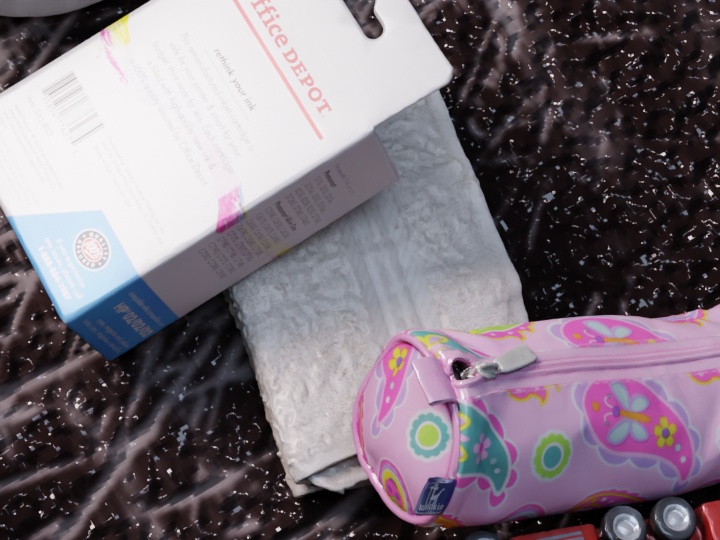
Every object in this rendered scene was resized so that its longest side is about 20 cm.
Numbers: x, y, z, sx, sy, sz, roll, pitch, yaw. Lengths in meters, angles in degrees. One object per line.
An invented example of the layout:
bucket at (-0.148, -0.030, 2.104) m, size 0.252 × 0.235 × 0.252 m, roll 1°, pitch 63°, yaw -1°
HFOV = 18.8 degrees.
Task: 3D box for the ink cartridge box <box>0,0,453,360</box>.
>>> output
ink cartridge box at (-0.063, -0.064, 0.975) m, size 0.200 × 0.068 × 0.115 m, roll -32°, pitch 69°, yaw 1°

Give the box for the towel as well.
towel at (0.000, 0.000, 1.011) m, size 0.132 × 0.035 × 0.201 m, roll -16°, pitch 70°, yaw -15°

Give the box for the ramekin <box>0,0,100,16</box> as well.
ramekin at (-0.165, -0.220, 1.045) m, size 0.200 × 0.098 × 0.201 m, roll 3°, pitch 67°, yaw -6°

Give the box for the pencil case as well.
pencil case at (0.096, 0.060, 0.945) m, size 0.199 × 0.087 × 0.088 m, roll -3°, pitch 67°, yaw -30°

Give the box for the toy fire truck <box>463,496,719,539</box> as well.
toy fire truck at (0.129, 0.172, 0.928) m, size 0.199 × 0.049 × 0.141 m, roll -8°, pitch 65°, yaw -19°
